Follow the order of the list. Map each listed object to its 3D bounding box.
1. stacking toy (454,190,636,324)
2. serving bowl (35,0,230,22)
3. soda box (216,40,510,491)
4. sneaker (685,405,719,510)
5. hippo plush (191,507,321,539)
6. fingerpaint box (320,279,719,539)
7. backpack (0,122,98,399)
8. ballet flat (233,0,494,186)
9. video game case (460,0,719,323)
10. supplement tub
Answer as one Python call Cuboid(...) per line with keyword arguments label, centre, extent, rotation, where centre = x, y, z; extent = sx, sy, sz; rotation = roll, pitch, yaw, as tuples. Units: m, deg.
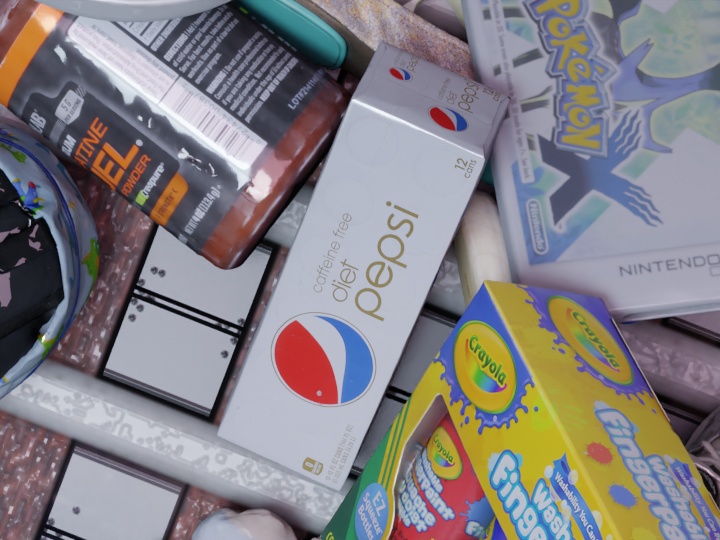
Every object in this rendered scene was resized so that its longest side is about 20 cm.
Cuboid(label="stacking toy", centre=(0.147, -0.012, 1.386), extent=(0.199, 0.085, 0.086), rotation=(-11, 92, -4))
Cuboid(label="serving bowl", centre=(-0.108, -0.195, 1.311), extent=(0.199, 0.066, 0.201), rotation=(4, 68, -9))
Cuboid(label="soda box", centre=(0.000, 0.000, 1.350), extent=(0.068, 0.064, 0.201), rotation=(24, 122, 1))
Cuboid(label="sneaker", centre=(0.169, 0.105, 1.343), extent=(0.076, 0.115, 0.200), rotation=(44, 70, 11))
Cuboid(label="hippo plush", centre=(-0.061, 0.204, 1.353), extent=(0.200, 0.161, 0.160), rotation=(-40, 91, 2))
Cuboid(label="fingerpaint box", centre=(0.076, 0.134, 1.262), extent=(0.073, 0.201, 0.167), rotation=(8, 129, -33))
Cuboid(label="backpack", centre=(-0.221, 0.009, 1.369), extent=(0.199, 0.154, 0.164), rotation=(-32, 89, 24))
Cuboid(label="ballet flat", centre=(0.009, -0.118, 1.394), extent=(0.199, 0.068, 0.067), rotation=(35, 73, -6))
Cuboid(label="video game case", centre=(0.146, -0.077, 1.359), extent=(0.181, 0.022, 0.201), rotation=(-7, 71, -8))
Cuboid(label="supplement tub", centre=(-0.108, -0.097, 1.370), extent=(0.200, 0.107, 0.107), rotation=(37, 93, 0))
